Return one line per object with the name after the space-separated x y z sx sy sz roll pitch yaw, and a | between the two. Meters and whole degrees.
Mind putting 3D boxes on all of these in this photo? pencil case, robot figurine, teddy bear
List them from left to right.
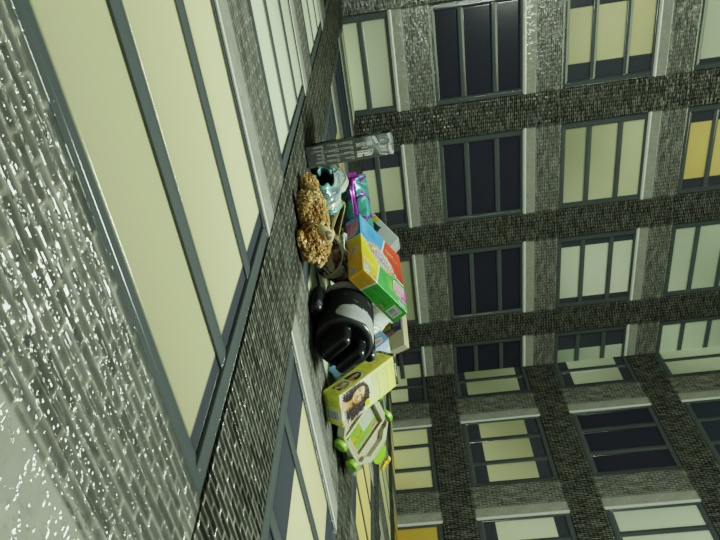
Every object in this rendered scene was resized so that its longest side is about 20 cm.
-0.084 -0.104 1.260 0.202 0.065 0.148 -89 169 -61 | teddy bear
-0.033 0.111 1.300 0.202 0.121 0.154 -89 174 -57 | robot figurine
-0.018 0.007 1.420 0.199 0.077 0.091 31 25 -49 | pencil case
-0.008 -0.137 1.621 0.092 0.083 0.206 74 6 -85 | pencil case

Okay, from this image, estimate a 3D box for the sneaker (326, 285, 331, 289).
-0.033 0.134 1.494 0.070 0.079 0.207 4 81 -88 | sneaker

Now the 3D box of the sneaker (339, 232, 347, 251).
0.000 0.000 1.545 0.201 0.089 0.075 48 38 7 | sneaker

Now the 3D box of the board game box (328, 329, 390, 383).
0.008 0.243 1.514 0.037 0.150 0.202 46 -18 33 | board game box

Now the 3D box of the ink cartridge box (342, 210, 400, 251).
0.014 -0.113 1.779 0.200 0.083 0.146 45 -3 10 | ink cartridge box

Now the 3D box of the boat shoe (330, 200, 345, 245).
-0.064 -0.085 1.513 0.074 0.061 0.204 79 7 -47 | boat shoe

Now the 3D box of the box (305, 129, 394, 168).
-0.020 -0.281 1.486 0.158 0.194 0.051 -81 162 -75 | box

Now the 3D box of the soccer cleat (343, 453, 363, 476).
-0.023 0.374 1.493 0.069 0.076 0.206 15 -82 55 | soccer cleat

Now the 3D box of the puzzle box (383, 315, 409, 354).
0.042 0.186 1.762 0.025 0.197 0.136 38 37 -40 | puzzle box

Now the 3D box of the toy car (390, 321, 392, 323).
-0.001 0.109 1.688 0.150 0.175 0.200 47 7 -1 | toy car

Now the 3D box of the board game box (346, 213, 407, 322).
0.032 -0.008 1.383 0.153 0.040 0.202 44 24 -30 | board game box

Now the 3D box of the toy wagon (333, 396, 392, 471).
0.014 0.372 1.453 0.156 0.039 0.203 -48 130 -32 | toy wagon

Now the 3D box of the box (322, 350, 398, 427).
0.004 0.248 1.373 0.198 0.049 0.077 -30 119 -46 | box

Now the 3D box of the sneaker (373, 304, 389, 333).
0.019 0.158 1.532 0.200 0.074 0.101 -48 -141 30 | sneaker

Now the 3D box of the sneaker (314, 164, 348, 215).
-0.072 -0.215 1.515 0.202 0.075 0.088 -90 170 -53 | sneaker

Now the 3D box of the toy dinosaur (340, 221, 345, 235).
-0.062 -0.134 1.644 0.102 0.056 0.204 77 8 -49 | toy dinosaur
